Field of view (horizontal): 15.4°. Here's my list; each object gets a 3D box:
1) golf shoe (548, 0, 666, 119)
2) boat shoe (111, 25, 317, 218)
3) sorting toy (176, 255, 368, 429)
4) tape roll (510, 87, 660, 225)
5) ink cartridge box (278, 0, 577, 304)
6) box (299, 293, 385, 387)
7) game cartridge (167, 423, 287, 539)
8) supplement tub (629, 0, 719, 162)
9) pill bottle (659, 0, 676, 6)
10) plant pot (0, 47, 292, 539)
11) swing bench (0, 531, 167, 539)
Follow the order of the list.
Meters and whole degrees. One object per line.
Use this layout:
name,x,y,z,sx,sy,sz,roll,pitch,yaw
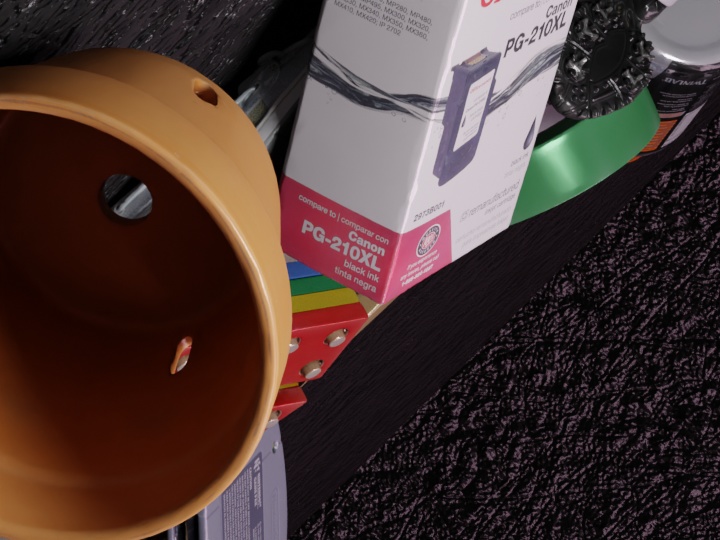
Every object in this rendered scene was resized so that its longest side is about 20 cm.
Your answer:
golf shoe,0.164,-0.161,1.929,0.094,0.078,0.200,-32,-161,40
boat shoe,-0.068,-0.067,1.463,0.202,0.065,0.074,-49,157,3
sorting toy,-0.107,0.061,1.626,0.199,0.070,0.199,-9,151,-38
tape roll,0.123,-0.092,1.982,0.199,0.048,0.201,-25,-165,7
ink cartridge box,0.039,-0.104,1.432,0.145,0.084,0.201,-31,142,-53
box,0.022,0.006,1.804,0.200,0.021,0.164,-44,178,-15
game cartridge,-0.096,0.199,1.959,0.133,0.041,0.201,-38,135,-53
supplement tub,0.229,-0.171,2.153,0.122,0.123,0.200,-39,172,-26
pill bottle,0.240,-0.270,1.719,0.200,0.112,0.112,-46,172,13
plant pot,-0.116,-0.006,1.115,0.200,0.200,0.140,-47,-172,28
swing bench,-0.216,0.232,2.008,0.199,0.130,0.200,-46,171,24
